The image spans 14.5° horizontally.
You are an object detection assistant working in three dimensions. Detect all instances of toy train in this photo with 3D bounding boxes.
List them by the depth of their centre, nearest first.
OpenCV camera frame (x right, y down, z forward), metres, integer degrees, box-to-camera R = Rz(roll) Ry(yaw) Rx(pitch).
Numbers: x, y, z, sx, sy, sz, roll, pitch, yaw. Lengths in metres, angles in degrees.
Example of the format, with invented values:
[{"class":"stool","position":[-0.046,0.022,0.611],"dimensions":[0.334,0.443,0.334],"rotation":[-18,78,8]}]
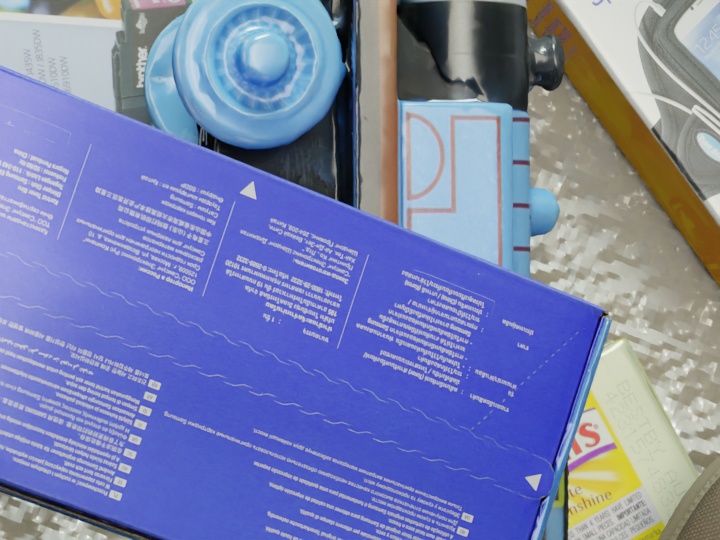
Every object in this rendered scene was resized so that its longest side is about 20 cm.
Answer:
[{"class":"toy train","position":[0.000,0.000,0.778],"dimensions":[0.114,0.087,0.201],"rotation":[1,87,-13]}]

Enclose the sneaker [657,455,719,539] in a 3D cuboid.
[{"class":"sneaker","position":[0.089,0.142,0.783],"dimensions":[0.070,0.076,0.201],"rotation":[22,92,-22]}]

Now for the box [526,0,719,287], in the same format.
[{"class":"box","position":[0.128,-0.073,0.861],"dimensions":[0.119,0.041,0.200],"rotation":[-35,86,-12]}]

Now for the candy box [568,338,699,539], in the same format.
[{"class":"candy box","position":[0.015,0.111,0.822],"dimensions":[0.199,0.026,0.103],"rotation":[-28,86,-12]}]

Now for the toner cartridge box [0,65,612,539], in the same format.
[{"class":"toner cartridge box","position":[-0.045,0.020,0.697],"dimensions":[0.199,0.043,0.095],"rotation":[22,82,-15]}]

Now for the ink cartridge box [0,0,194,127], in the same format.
[{"class":"ink cartridge box","position":[-0.101,-0.080,0.828],"dimensions":[0.199,0.042,0.120],"rotation":[-7,83,-8]}]
